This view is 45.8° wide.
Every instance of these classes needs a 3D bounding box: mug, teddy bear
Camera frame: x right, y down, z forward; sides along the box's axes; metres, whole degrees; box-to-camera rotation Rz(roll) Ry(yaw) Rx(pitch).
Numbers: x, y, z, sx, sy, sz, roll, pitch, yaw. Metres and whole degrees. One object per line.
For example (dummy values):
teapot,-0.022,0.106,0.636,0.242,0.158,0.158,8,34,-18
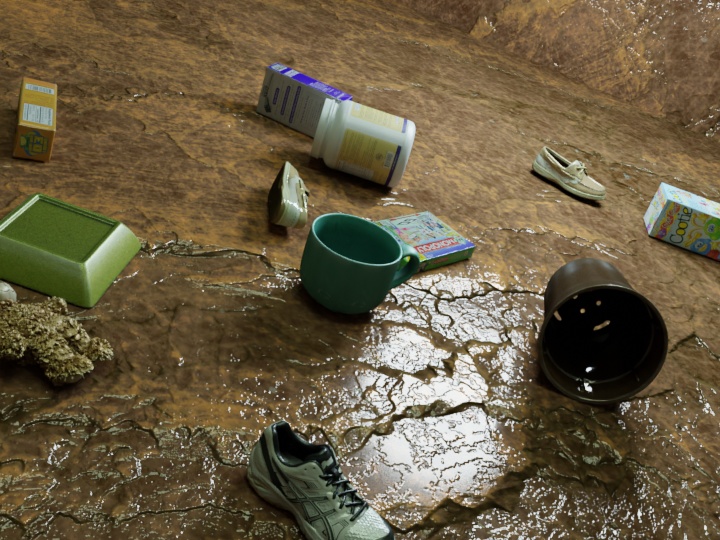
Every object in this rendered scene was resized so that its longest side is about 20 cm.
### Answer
mug,-0.007,0.003,1.361,0.182,0.116,0.152,22,29,2
teddy bear,-0.402,0.072,1.055,0.199,0.068,0.144,34,30,22

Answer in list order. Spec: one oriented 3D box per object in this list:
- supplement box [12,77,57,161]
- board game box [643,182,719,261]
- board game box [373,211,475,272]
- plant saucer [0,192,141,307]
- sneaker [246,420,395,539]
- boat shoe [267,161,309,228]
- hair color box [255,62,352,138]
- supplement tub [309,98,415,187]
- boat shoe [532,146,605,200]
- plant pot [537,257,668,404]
supplement box,-0.578,-0.270,1.515,0.068,0.067,0.201,10,32,-23
board game box,0.805,-0.116,2.060,0.197,0.104,0.105,20,29,0
board game box,0.108,-0.055,1.613,0.198,0.029,0.134,-14,43,-45
plant saucer,-0.442,-0.045,1.242,0.197,0.048,0.201,19,30,-1
sneaker,-0.042,0.248,0.961,0.198,0.089,0.076,30,29,15
boat shoe,-0.129,-0.133,1.567,0.066,0.074,0.201,24,29,-18
hair color box,-0.128,-0.375,1.918,0.198,0.111,0.065,25,29,8
supplement tub,0.004,-0.270,1.788,0.197,0.147,0.146,18,29,-4
boat shoe,0.525,-0.242,2.121,0.198,0.067,0.074,30,31,17
plant pot,0.385,0.084,1.407,0.197,0.203,0.199,19,21,0
